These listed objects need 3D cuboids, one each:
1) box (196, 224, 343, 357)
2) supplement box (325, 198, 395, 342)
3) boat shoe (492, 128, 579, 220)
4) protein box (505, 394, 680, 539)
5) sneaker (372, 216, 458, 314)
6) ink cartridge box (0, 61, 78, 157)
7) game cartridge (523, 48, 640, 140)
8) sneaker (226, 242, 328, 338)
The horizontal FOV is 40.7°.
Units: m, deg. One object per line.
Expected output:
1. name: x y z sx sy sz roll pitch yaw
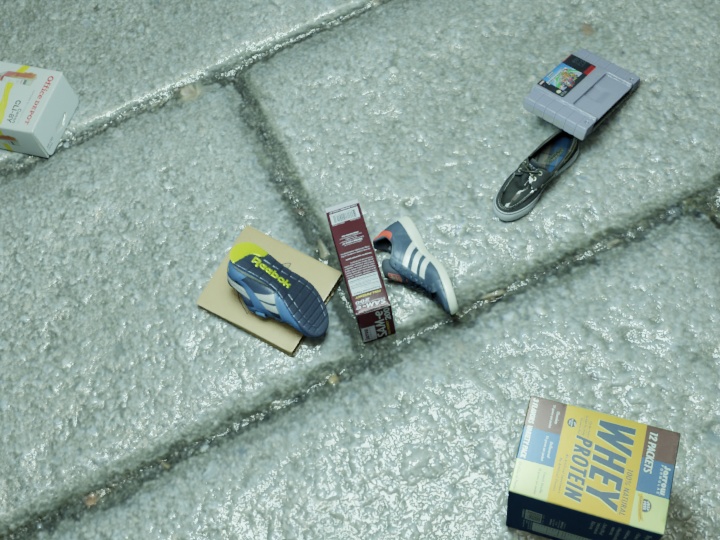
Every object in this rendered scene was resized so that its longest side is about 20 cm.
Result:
1. box: -0.152 0.032 1.622 0.198 0.021 0.165 26 70 19
2. supplement box: 0.000 0.000 1.568 0.060 0.109 0.203 -16 62 -1
3. boat shoe: 0.297 -0.168 1.634 0.199 0.067 0.070 -39 64 -13
4. protein box: 0.309 0.289 1.321 0.196 0.199 0.137 13 65 14
5. sneaker: 0.085 0.005 1.575 0.083 0.076 0.201 -27 52 -8
6. ink cartridge box: -0.658 -0.310 1.838 0.196 0.084 0.147 12 65 14
7. game cartridge: 0.383 -0.311 1.682 0.129 0.039 0.200 36 54 18
8. sneaker: -0.135 0.041 1.568 0.199 0.083 0.074 41 46 6
